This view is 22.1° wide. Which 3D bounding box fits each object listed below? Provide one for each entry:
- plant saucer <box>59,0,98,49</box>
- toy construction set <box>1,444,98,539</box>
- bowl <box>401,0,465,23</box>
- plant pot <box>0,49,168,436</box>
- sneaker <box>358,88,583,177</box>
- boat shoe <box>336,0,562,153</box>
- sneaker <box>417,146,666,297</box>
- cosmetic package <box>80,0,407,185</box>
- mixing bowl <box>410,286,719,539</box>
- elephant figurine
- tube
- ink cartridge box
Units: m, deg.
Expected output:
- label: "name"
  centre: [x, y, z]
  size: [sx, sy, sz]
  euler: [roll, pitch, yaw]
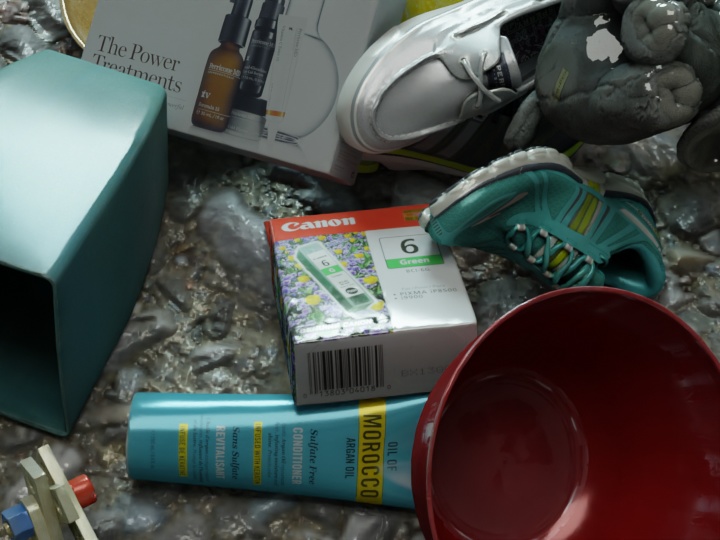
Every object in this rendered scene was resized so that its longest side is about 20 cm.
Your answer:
- label: "plant saucer"
  centre: [-0.115, -0.204, 1.316]
  size: [0.199, 0.036, 0.201]
  euler: [-5, 56, 7]
- label: "toy construction set"
  centre: [-0.218, 0.190, 0.998]
  size: [0.199, 0.092, 0.131]
  euler: [-32, 59, -11]
- label: "bowl"
  centre: [0.087, -0.236, 1.273]
  size: [0.199, 0.108, 0.201]
  euler: [11, 31, -7]
- label: "plant pot"
  centre: [-0.202, -0.034, 1.139]
  size: [0.140, 0.142, 0.201]
  euler: [17, 48, 11]
- label: "sneaker"
  centre: [0.060, -0.109, 1.233]
  size: [0.198, 0.081, 0.074]
  euler: [-2, 53, -3]
- label: "boat shoe"
  centre: [0.078, -0.130, 1.158]
  size: [0.199, 0.072, 0.068]
  euler: [-26, 26, -23]
- label: "sneaker"
  centre: [0.121, -0.024, 1.135]
  size: [0.199, 0.077, 0.080]
  euler: [6, 56, -41]
- label: "cosmetic package"
  centre: [-0.078, -0.155, 1.203]
  size: [0.199, 0.052, 0.152]
  euler: [16, 88, 22]
- label: "mixing bowl"
  centre: [0.104, 0.110, 1.025]
  size: [0.199, 0.108, 0.202]
  euler: [1, 89, -22]
- label: "elephant figurine"
  centre: [0.217, -0.128, 1.132]
  size: [0.199, 0.143, 0.155]
  euler: [2, 9, -36]
- label: "tube"
  centre: [-0.037, 0.103, 1.085]
  size: [0.198, 0.078, 0.050]
  euler: [2, 21, 3]
- label: "ink cartridge box"
  centre: [0.000, 0.000, 1.132]
  size: [0.108, 0.051, 0.200]
  euler: [-6, 35, -6]
